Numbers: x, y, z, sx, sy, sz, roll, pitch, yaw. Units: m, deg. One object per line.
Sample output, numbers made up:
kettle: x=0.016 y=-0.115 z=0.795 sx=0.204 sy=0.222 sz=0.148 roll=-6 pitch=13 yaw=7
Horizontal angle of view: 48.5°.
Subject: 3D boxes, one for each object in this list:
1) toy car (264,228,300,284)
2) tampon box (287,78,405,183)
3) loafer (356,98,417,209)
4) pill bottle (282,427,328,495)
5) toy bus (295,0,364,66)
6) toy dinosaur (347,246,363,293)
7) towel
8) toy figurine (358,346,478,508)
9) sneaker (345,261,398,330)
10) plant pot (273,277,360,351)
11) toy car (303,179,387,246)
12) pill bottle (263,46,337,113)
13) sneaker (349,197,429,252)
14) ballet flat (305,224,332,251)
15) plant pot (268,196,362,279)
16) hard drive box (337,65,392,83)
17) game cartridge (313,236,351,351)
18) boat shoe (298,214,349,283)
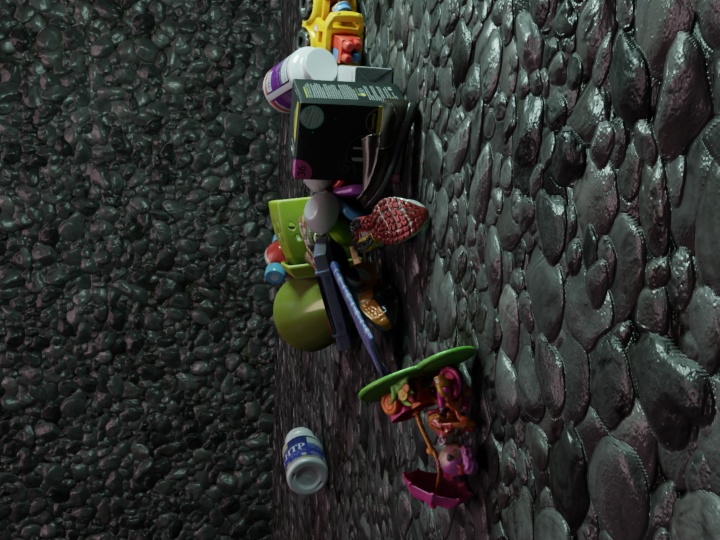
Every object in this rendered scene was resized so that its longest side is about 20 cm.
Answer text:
toy car: x=-0.166 y=-0.058 z=2.357 sx=0.200 sy=0.177 sz=0.185 roll=-44 pitch=24 yaw=34
tampon box: x=-0.026 y=-0.256 z=1.464 sx=0.126 sy=0.199 sz=0.150 roll=-108 pitch=21 yaw=-56
loafer: x=0.032 y=-0.204 z=1.367 sx=0.073 sy=0.071 sz=0.201 roll=-134 pitch=65 yaw=-85
pill bottle: x=-0.163 y=0.541 z=2.300 sx=0.200 sy=0.119 sz=0.120 roll=-121 pitch=33 yaw=-68
toy bus: x=-0.052 y=-0.541 z=1.808 sx=0.192 sy=0.135 sz=0.201 roll=-136 pitch=47 yaw=-55
toy dinosaur: x=0.000 y=0.000 z=1.691 sx=0.201 sy=0.060 sz=0.106 roll=67 pitch=155 yaw=16
towel: x=-0.001 y=0.088 z=1.481 sx=0.145 sy=0.024 sz=0.200 roll=70 pitch=173 yaw=-51
toy figurine: x=0.108 y=0.223 z=1.077 sx=0.200 sy=0.150 sz=0.185 roll=-38 pitch=62 yaw=44
sneaker: x=0.033 y=0.065 z=1.535 sx=0.200 sy=0.075 sz=0.092 roll=-115 pitch=5 yaw=-56
plant pot: x=-0.081 y=0.086 z=1.841 sx=0.200 sy=0.187 sz=0.188 roll=159 pitch=112 yaw=-63
toy car: x=-0.014 y=-0.151 z=1.588 sx=0.150 sy=0.175 sz=0.201 roll=-19 pitch=66 yaw=39
pill bottle: x=-0.130 y=-0.424 z=1.768 sx=0.200 sy=0.112 sz=0.113 roll=-7 pitch=82 yaw=60
sneaker: x=0.058 y=-0.083 z=1.364 sx=0.200 sy=0.082 sz=0.078 roll=-12 pitch=90 yaw=60
ballet flat: x=-0.058 y=-0.117 z=1.678 sx=0.046 sy=0.067 sz=0.200 roll=-16 pitch=35 yaw=42
plant pot: x=-0.100 y=-0.081 z=1.850 sx=0.199 sy=0.199 sz=0.182 roll=-164 pitch=67 yaw=-78
hard drive box: x=0.002 y=-0.338 z=1.634 sx=0.200 sy=0.077 sz=0.156 roll=-127 pitch=39 yaw=-70
game cartridge: x=-0.056 y=0.045 z=1.567 sx=0.130 sy=0.038 sz=0.201 roll=-79 pitch=-24 yaw=-71
boat shoe: x=-0.081 y=-0.037 z=1.729 sx=0.074 sy=0.076 sz=0.201 roll=-13 pitch=94 yaw=34
